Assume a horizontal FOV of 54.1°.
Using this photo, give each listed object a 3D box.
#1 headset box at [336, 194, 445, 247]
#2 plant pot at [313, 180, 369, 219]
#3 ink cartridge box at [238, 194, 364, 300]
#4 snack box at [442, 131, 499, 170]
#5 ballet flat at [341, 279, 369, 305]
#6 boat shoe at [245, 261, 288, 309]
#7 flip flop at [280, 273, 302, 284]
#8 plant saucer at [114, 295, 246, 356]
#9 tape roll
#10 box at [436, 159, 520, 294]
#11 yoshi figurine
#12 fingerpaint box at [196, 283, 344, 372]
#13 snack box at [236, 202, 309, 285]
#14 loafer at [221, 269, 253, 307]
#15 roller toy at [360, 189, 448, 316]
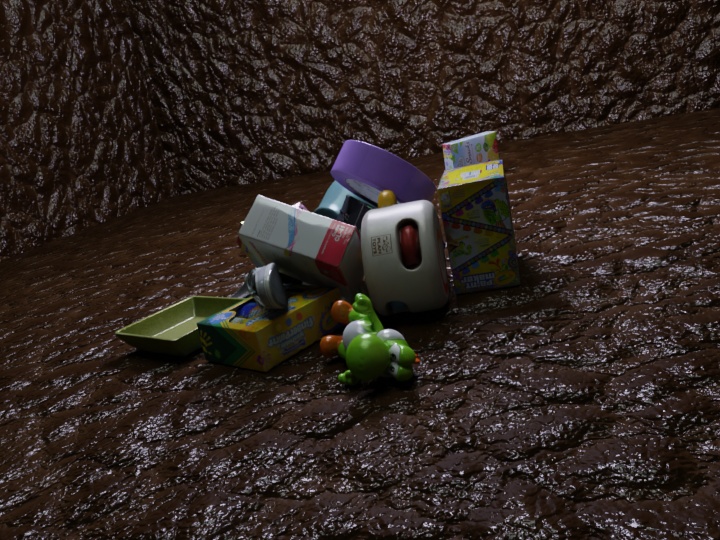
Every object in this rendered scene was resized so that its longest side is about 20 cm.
[{"bbox_3d":[0.044,-0.066,1.395,0.197,0.094,0.174,23,7,-15],"label":"headset box"},{"bbox_3d":[-0.015,-0.143,1.758,0.197,0.203,0.188,3,36,44],"label":"plant pot"},{"bbox_3d":[-0.095,-0.040,1.239,0.196,0.087,0.148,21,-17,18],"label":"ink cartridge box"},{"bbox_3d":[0.367,-0.365,2.321,0.197,0.146,0.053,-19,17,-28],"label":"snack box"},{"bbox_3d":[-0.027,0.024,1.373,0.066,0.064,0.199,-15,15,-19],"label":"ballet flat"},{"bbox_3d":[-0.160,0.028,1.165,0.063,0.076,0.202,-19,11,-5],"label":"boat shoe"},{"bbox_3d":[-0.151,0.003,1.361,0.080,0.203,0.057,30,-10,-38],"label":"flip flop"},{"bbox_3d":[-0.329,0.108,1.339,0.197,0.049,0.199,0,19,40],"label":"plant saucer"},{"bbox_3d":[0.043,-0.169,1.343,0.197,0.067,0.200,27,-5,3],"label":"tape roll"},{"bbox_3d":[0.222,-0.086,1.316,0.119,0.197,0.200,-8,16,13],"label":"box"},{"bbox_3d":[-0.001,0.104,1.000,0.111,0.114,0.199,-34,24,-19],"label":"yoshi figurine"},{"bbox_3d":[-0.151,0.089,1.210,0.164,0.075,0.198,3,21,43],"label":"fingerpaint box"},{"bbox_3d":[-0.138,-0.042,1.493,0.167,0.068,0.200,-24,59,-38],"label":"snack box"},{"bbox_3d":[-0.223,0.032,1.480,0.071,0.074,0.199,-2,18,33],"label":"loafer"},{"bbox_3d":[0.071,-0.022,1.209,0.136,0.204,0.184,-8,28,11],"label":"roller toy"}]
